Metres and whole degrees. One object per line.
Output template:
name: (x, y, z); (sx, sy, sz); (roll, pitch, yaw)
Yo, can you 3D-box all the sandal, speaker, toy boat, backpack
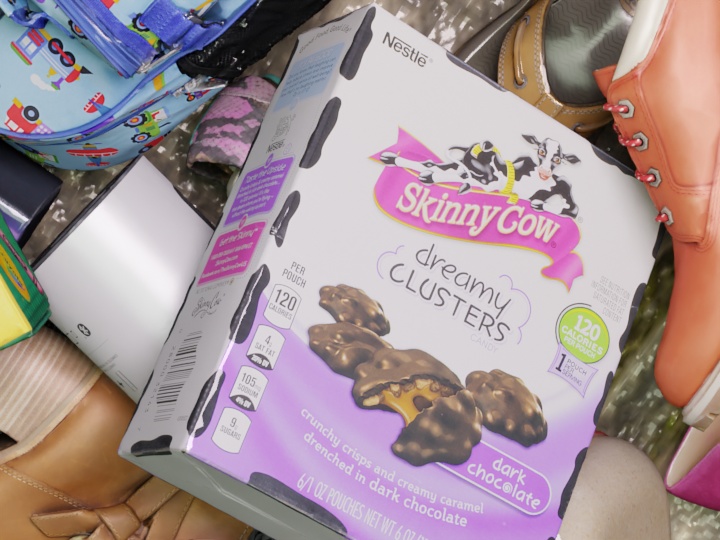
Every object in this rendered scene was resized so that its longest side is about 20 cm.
sandal: (0.099, -0.090, 1.024); (0.200, 0.055, 0.082); (-41, 99, 7)
speaker: (-0.052, 0.048, 1.001); (0.081, 0.081, 0.200); (-44, 97, 8)
toy boat: (0.069, 0.173, 1.058); (0.130, 0.130, 0.202); (2, 102, 30)
backpack: (-0.120, -0.141, 0.964); (0.200, 0.134, 0.183); (-39, 86, 17)

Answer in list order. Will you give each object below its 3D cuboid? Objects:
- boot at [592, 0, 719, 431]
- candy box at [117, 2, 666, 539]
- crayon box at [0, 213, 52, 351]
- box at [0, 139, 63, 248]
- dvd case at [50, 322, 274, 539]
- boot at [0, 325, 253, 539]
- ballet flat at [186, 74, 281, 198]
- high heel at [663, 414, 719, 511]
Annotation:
boot: (0.139, -0.039, 0.941); (0.106, 0.075, 0.202); (16, 95, 7)
candy box: (0.019, 0.021, 0.943); (0.167, 0.071, 0.201); (29, 71, -22)
crayon box: (-0.225, -0.038, 0.924); (0.118, 0.058, 0.201); (-27, 99, 5)
box: (-0.248, 0.007, 1.016); (0.147, 0.104, 0.201); (33, 99, -6)
dvd case: (-0.096, 0.129, 1.082); (0.149, 0.025, 0.202); (16, 101, -4)
boot: (-0.149, 0.132, 1.041); (0.155, 0.077, 0.201); (35, 92, -10)
ballet flat: (0.000, 0.000, 1.030); (0.200, 0.069, 0.071); (44, 74, -5)
high heel: (0.193, 0.016, 1.042); (0.095, 0.067, 0.202); (1, 113, -9)
